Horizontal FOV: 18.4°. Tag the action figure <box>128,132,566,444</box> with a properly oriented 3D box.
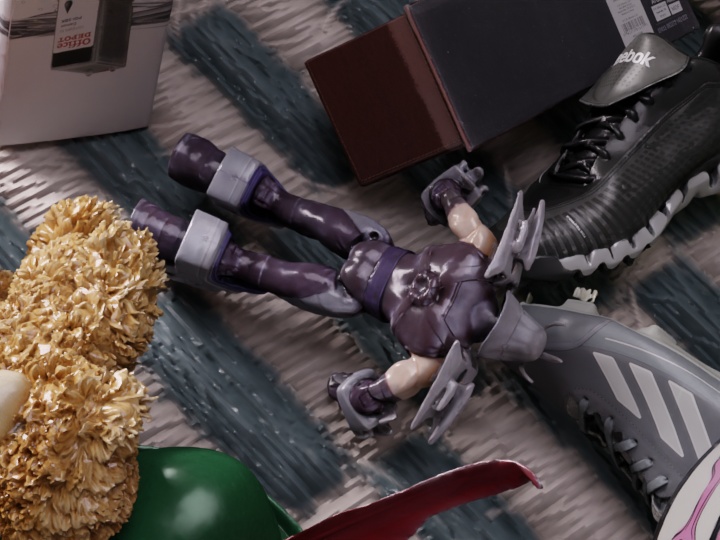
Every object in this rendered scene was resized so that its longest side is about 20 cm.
[{"bbox_3d":[0.000,0.000,0.983,0.200,0.069,0.130,22,71,18],"label":"action figure"}]

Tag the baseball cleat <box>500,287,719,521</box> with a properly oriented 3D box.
[{"bbox_3d":[0.133,0.083,0.960,0.200,0.070,0.107,22,71,21],"label":"baseball cleat"}]

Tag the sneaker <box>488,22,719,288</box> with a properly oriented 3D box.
[{"bbox_3d":[0.126,-0.062,1.044,0.200,0.091,0.066,-28,23,-30],"label":"sneaker"}]

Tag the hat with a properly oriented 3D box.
[{"bbox_3d":[-0.072,0.091,0.845,0.200,0.176,0.166,-17,59,-22],"label":"hat"}]

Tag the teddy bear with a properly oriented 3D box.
[{"bbox_3d":[-0.134,0.037,0.893,0.145,0.067,0.200,-25,32,22],"label":"teddy bear"}]

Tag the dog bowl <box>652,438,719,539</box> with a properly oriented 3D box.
[{"bbox_3d":[0.216,0.140,0.880,0.200,0.074,0.201,1,80,-6],"label":"dog bowl"}]

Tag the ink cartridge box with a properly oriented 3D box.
[{"bbox_3d":[-0.139,-0.177,1.019,0.083,0.200,0.147,-8,56,-20],"label":"ink cartridge box"}]

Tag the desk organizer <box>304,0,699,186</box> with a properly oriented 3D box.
[{"bbox_3d":[0.071,-0.111,1.084,0.200,0.077,0.072,-29,97,-44],"label":"desk organizer"}]
